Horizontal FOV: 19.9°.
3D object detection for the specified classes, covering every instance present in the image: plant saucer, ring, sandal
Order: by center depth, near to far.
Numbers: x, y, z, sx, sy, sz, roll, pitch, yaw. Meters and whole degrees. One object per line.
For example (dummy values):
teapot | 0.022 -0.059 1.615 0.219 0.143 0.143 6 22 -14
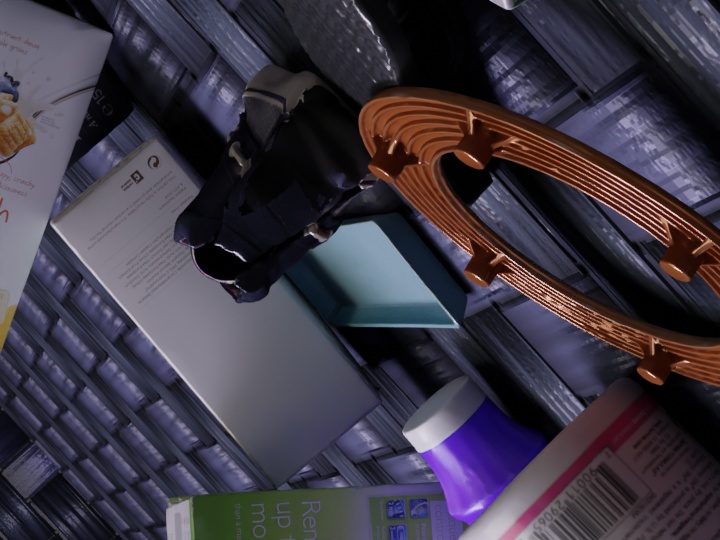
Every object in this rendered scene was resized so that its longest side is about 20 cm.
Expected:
ring | 0.082 -0.004 0.782 0.200 0.019 0.200 31 168 7
sandal | 0.015 -0.088 0.814 0.075 0.048 0.200 39 175 23
plant saucer | 0.000 0.000 1.100 0.070 0.019 0.200 51 163 -12

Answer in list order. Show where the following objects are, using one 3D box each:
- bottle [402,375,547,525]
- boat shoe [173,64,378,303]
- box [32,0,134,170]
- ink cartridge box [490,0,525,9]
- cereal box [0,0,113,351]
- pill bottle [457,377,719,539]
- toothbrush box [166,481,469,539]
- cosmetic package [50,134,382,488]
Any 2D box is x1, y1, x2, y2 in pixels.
bottle | 0.104 0.144 1.086 0.200 0.065 0.084 49 164 -5
boat shoe | -0.045 -0.038 0.930 0.075 0.093 0.200 43 177 -4
box | -0.277 -0.113 1.215 0.117 0.200 0.197 23 152 55
ink cartridge box | 0.004 -0.178 0.578 0.104 0.059 0.200 35 160 40
cereal box | -0.238 -0.065 1.153 0.144 0.200 0.040 19 -179 -31
pill bottle | 0.149 0.154 0.905 0.200 0.113 0.113 45 164 8
toothbrush box | -0.003 0.194 1.161 0.086 0.200 0.146 154 114 -73
cosmetic package | -0.082 0.020 1.203 0.200 0.085 0.108 51 179 -3
